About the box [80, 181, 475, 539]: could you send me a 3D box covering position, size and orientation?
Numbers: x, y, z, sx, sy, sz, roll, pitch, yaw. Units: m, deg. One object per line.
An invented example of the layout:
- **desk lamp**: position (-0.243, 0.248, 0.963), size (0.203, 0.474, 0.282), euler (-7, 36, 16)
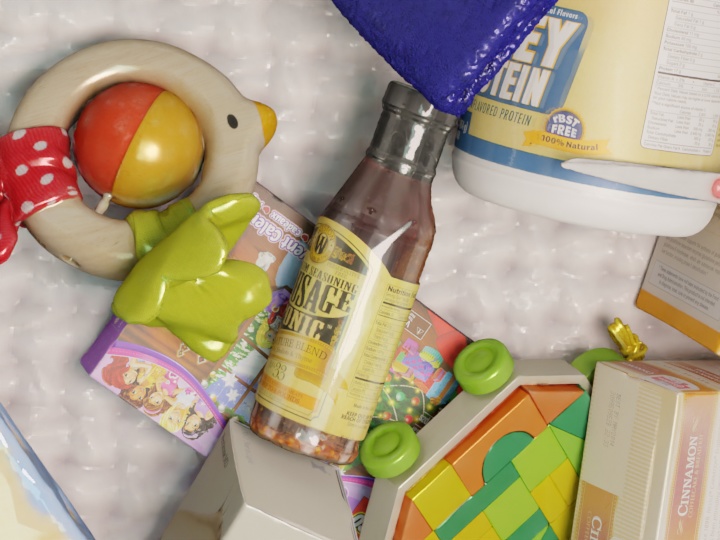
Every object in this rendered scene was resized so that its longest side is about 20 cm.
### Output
- **box**: position (-0.033, 0.053, 1.537), size (0.200, 0.039, 0.137), euler (36, 91, -18)

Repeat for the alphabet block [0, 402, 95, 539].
- **alphabet block**: position (-0.249, 0.146, 1.420), size (0.200, 0.195, 0.197), euler (-35, 105, -7)

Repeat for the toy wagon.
- **toy wagon**: position (0.088, 0.106, 1.549), size (0.200, 0.040, 0.155), euler (-41, 131, -11)

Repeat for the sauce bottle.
- **sauce bottle**: position (0.000, 0.000, 1.483), size (0.066, 0.066, 0.201), euler (17, 93, -17)

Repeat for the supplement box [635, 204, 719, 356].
- **supplement box**: position (0.233, -0.052, 1.540), size (0.073, 0.126, 0.201), euler (16, 97, -18)

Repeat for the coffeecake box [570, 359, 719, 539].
- **coffeecake box**: position (0.217, 0.131, 1.569), size (0.199, 0.073, 0.154), euler (1, 102, -35)

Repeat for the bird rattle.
- **bird rattle**: position (-0.131, -0.044, 1.457), size (0.199, 0.113, 0.163), euler (22, 65, 16)

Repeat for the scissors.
- **scissors**: position (0.194, -0.035, 1.449), size (0.199, 0.014, 0.074), euler (-9, 106, -22)

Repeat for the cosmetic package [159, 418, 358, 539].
- **cosmetic package**: position (-0.083, 0.193, 1.496), size (0.073, 0.104, 0.200), euler (25, 107, -17)

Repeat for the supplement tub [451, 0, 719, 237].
- **supplement tub**: position (0.134, -0.128, 1.489), size (0.144, 0.145, 0.201), euler (8, 98, -16)

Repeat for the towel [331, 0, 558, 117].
- **towel**: position (0.031, -0.194, 1.437), size (0.148, 0.049, 0.200), euler (-49, 65, 18)
